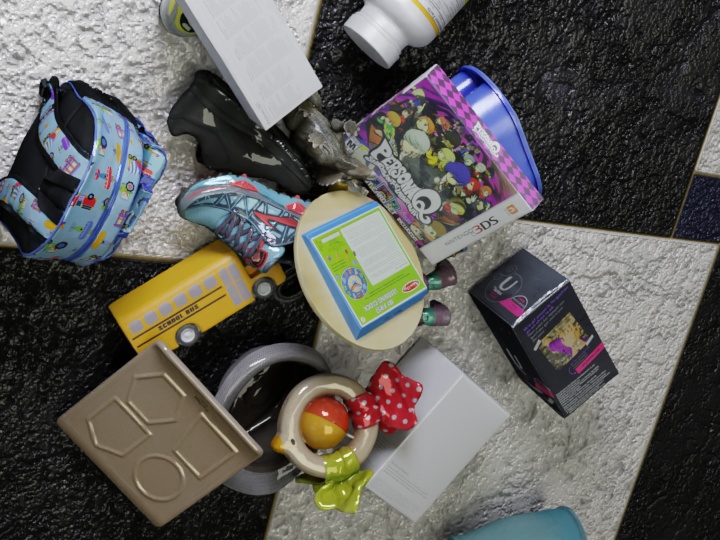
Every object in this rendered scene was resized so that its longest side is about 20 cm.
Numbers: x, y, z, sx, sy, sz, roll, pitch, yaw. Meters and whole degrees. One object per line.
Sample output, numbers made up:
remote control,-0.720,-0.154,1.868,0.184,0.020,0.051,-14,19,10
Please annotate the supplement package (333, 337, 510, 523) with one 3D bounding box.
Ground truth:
supplement package,0.081,0.218,1.545,0.200,0.121,0.120,-48,124,0

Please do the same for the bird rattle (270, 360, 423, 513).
bird rattle,-0.021,0.195,1.399,0.163,0.113,0.200,31,87,-21

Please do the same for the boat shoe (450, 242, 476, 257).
boat shoe,0.085,-0.089,1.441,0.072,0.072,0.200,-35,123,-8

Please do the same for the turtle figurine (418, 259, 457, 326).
turtle figurine,0.025,0.045,1.438,0.200,0.101,0.150,-9,140,-27

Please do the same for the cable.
cable,-0.037,-0.040,1.429,0.097,0.050,0.200,25,110,-36

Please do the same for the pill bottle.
pill bottle,0.073,-0.333,1.307,0.200,0.104,0.104,-47,124,-1

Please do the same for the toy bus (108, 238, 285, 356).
toy bus,-0.194,0.027,1.353,0.200,0.065,0.078,-32,121,-11

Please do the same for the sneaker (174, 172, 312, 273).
sneaker,-0.118,-0.048,1.310,0.200,0.096,0.079,13,143,-26

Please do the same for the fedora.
fedora,-0.127,0.175,1.437,0.177,0.090,0.200,23,94,-35

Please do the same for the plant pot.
plant pot,0.229,0.463,1.701,0.188,0.200,0.200,-1,113,-10

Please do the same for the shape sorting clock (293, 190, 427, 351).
shape sorting clock,0.000,0.000,1.338,0.200,0.200,0.039,21,144,-33

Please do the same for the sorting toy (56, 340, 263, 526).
sorting toy,-0.239,0.195,1.347,0.200,0.036,0.185,-36,101,24

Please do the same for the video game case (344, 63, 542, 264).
video game case,0.089,-0.119,1.336,0.200,0.181,0.036,51,47,-9

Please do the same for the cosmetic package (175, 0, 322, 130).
cosmetic package,-0.124,-0.251,1.182,0.083,0.051,0.200,-40,129,-11

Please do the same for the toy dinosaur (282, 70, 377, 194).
toy dinosaur,-0.060,-0.171,1.313,0.077,0.102,0.200,-39,91,-23

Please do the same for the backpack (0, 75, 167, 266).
backpack,-0.288,-0.089,1.170,0.134,0.200,0.183,26,97,-33

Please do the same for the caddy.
caddy,0.157,-0.158,1.405,0.105,0.141,0.200,-34,124,-10

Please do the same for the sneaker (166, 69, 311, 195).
sneaker,-0.140,-0.144,1.309,0.091,0.076,0.200,-44,121,10

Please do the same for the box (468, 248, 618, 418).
box,0.257,0.089,1.578,0.106,0.122,0.200,-38,123,-7

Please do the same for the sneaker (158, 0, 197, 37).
sneaker,-0.126,-0.319,1.226,0.200,0.076,0.075,-44,122,-5
